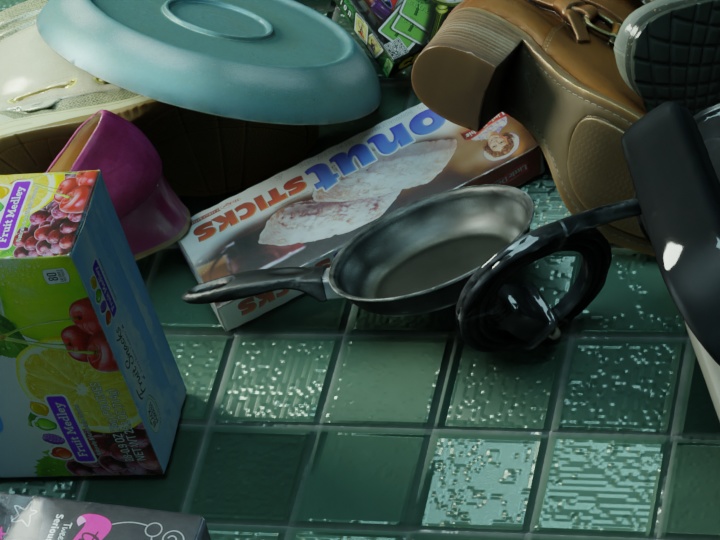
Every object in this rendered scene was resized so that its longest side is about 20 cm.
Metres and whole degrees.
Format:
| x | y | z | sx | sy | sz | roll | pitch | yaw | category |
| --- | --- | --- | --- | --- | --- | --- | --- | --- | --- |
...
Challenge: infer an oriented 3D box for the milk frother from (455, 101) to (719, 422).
| x | y | z | sx | sy | sz | roll | pitch | yaw | category |
| --- | --- | --- | --- | --- | --- | --- | --- | --- | --- |
| 0.164 | 0.037 | 1.300 | 0.200 | 0.180 | 0.189 | -51 | 35 | 32 | milk frother |

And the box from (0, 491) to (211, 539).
| x | y | z | sx | sy | sz | roll | pitch | yaw | category |
| --- | --- | --- | --- | --- | --- | --- | --- | --- | --- |
| -0.133 | 0.223 | 1.211 | 0.114 | 0.133 | 0.201 | 6 | 52 | 18 | box |

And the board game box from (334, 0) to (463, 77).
| x | y | z | sx | sy | sz | roll | pitch | yaw | category |
| --- | --- | --- | --- | --- | --- | --- | --- | --- | --- |
| 0.004 | -0.215 | 1.563 | 0.104 | 0.023 | 0.200 | -28 | 73 | -25 | board game box |

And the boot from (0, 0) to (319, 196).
| x | y | z | sx | sy | sz | roll | pitch | yaw | category |
| --- | --- | --- | --- | --- | --- | --- | --- | --- | --- |
| -0.131 | -0.107 | 1.549 | 0.199 | 0.072 | 0.155 | -9 | 36 | -5 | boot |

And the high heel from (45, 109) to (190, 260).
| x | y | z | sx | sy | sz | roll | pitch | yaw | category |
| --- | --- | --- | --- | --- | --- | --- | --- | --- | --- |
| -0.197 | -0.018 | 1.461 | 0.199 | 0.096 | 0.068 | -21 | 45 | 13 | high heel |

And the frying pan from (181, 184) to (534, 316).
| x | y | z | sx | sy | sz | roll | pitch | yaw | category |
| --- | --- | --- | --- | --- | --- | --- | --- | --- | --- |
| 0.005 | 0.006 | 1.392 | 0.189 | 0.031 | 0.115 | -24 | 23 | -2 | frying pan |

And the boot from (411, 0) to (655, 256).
| x | y | z | sx | sy | sz | roll | pitch | yaw | category |
| --- | --- | --- | --- | --- | --- | --- | --- | --- | --- |
| 0.138 | -0.097 | 1.455 | 0.199 | 0.074 | 0.155 | 35 | 35 | 9 | boot |

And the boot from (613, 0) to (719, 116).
| x | y | z | sx | sy | sz | roll | pitch | yaw | category |
| --- | --- | --- | --- | --- | --- | --- | --- | --- | --- |
| 0.175 | -0.143 | 1.455 | 0.199 | 0.068 | 0.130 | -15 | 35 | -42 | boot |

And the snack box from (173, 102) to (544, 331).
| x | y | z | sx | sy | sz | roll | pitch | yaw | category |
| --- | --- | --- | --- | --- | --- | --- | --- | --- | --- |
| -0.001 | -0.039 | 1.477 | 0.199 | 0.024 | 0.072 | -27 | 48 | -6 | snack box |

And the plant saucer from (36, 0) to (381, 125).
| x | y | z | sx | sy | sz | roll | pitch | yaw | category |
| --- | --- | --- | --- | --- | --- | --- | --- | --- | --- |
| -0.082 | -0.131 | 1.501 | 0.199 | 0.028 | 0.200 | 13 | 21 | -5 | plant saucer |

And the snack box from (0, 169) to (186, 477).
| x | y | z | sx | sy | sz | roll | pitch | yaw | category |
| --- | --- | --- | --- | --- | --- | --- | --- | --- | --- |
| -0.209 | 0.032 | 1.381 | 0.199 | 0.169 | 0.068 | -2 | 45 | 17 | snack box |
